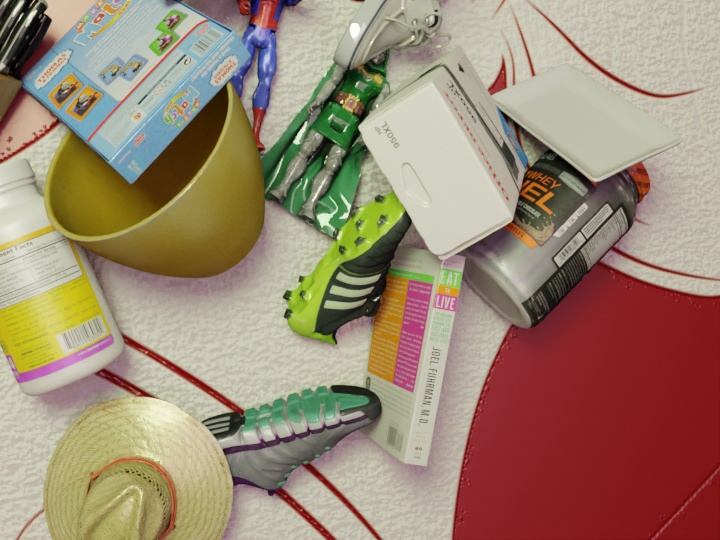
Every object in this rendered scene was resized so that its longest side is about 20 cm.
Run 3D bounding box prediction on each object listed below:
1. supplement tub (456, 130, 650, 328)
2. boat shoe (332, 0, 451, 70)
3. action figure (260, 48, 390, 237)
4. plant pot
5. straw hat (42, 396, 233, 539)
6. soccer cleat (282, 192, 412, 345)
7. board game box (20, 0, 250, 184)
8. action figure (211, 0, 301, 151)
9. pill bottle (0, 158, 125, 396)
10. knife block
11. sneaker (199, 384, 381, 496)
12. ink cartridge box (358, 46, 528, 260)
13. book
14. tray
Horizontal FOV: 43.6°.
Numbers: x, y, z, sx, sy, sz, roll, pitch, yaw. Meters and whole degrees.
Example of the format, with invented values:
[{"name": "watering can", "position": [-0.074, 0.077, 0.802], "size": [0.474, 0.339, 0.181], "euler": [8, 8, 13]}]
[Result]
[{"name": "supplement tub", "position": [0.204, -0.048, 0.950], "size": [0.200, 0.122, 0.123], "euler": [-44, 102, -9]}, {"name": "boat shoe", "position": [0.055, -0.257, 0.903], "size": [0.086, 0.075, 0.203], "euler": [36, 61, 0]}, {"name": "action figure", "position": [-0.024, -0.149, 0.924], "size": [0.117, 0.055, 0.202], "euler": [30, 82, -11]}, {"name": "plant pot", "position": [-0.167, -0.073, 0.832], "size": [0.200, 0.199, 0.142], "euler": [-47, 138, -7]}, {"name": "straw hat", "position": [-0.221, 0.229, 0.847], "size": [0.198, 0.085, 0.204], "euler": [0, 99, 2]}, {"name": "soccer cleat", "position": [0.000, 0.000, 0.894], "size": [0.080, 0.068, 0.200], "euler": [25, 128, -25]}, {"name": "board game box", "position": [-0.208, -0.180, 0.808], "size": [0.152, 0.199, 0.037], "euler": [-48, 141, -7]}, {"name": "action figure", "position": [-0.095, -0.225, 0.879], "size": [0.064, 0.099, 0.203], "euler": [11, 88, -16]}, {"name": "pill bottle", "position": [-0.301, 0.005, 0.832], "size": [0.103, 0.104, 0.203], "euler": [-23, 98, -12]}, {"name": "knife block", "position": [-0.348, -0.159, 0.812], "size": [0.173, 0.064, 0.203], "euler": [-11, 95, 1]}, {"name": "sneaker", "position": [-0.070, 0.179, 0.920], "size": [0.197, 0.075, 0.089], "euler": [-13, 107, 3]}, {"name": "ink cartridge box", "position": [0.088, -0.120, 0.872], "size": [0.084, 0.200, 0.146], "euler": [-29, 103, 23]}, {"name": "book", "position": [0.049, 0.079, 0.911], "size": [0.047, 0.133, 0.203], "euler": [11, 91, -19]}, {"name": "tray", "position": [0.226, -0.151, 0.929], "size": [0.106, 0.200, 0.022], "euler": [-24, 131, -12]}]
